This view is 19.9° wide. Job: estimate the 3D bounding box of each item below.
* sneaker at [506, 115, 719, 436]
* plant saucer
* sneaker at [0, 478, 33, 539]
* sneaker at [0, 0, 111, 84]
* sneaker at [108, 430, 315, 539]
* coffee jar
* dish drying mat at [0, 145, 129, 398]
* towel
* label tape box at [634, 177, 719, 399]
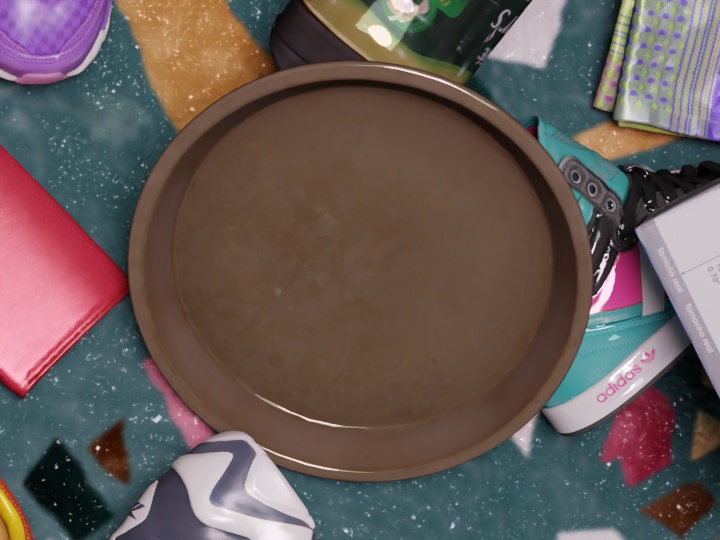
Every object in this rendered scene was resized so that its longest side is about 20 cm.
[{"bbox_3d":[0.127,-0.034,0.940,0.200,0.084,0.121,-43,100,-9],"label":"sneaker"},{"bbox_3d":[0.000,0.000,0.884,0.200,0.029,0.200,2,116,3],"label":"plant saucer"},{"bbox_3d":[-0.205,0.061,0.855,0.200,0.077,0.073,44,77,-2],"label":"sneaker"},{"bbox_3d":[-0.145,-0.184,0.898,0.080,0.088,0.200,1,83,-14],"label":"sneaker"},{"bbox_3d":[-0.049,0.182,0.873,0.130,0.079,0.199,-34,94,-10],"label":"sneaker"},{"bbox_3d":[0.044,-0.146,0.896,0.085,0.104,0.200,38,103,-8],"label":"coffee jar"},{"bbox_3d":[-0.195,-0.038,0.902,0.200,0.018,0.077,45,74,-2],"label":"dish drying mat"},{"bbox_3d":[0.223,-0.119,0.977,0.200,0.023,0.144,11,105,-12],"label":"towel"},{"bbox_3d":[0.234,-0.001,0.843,0.200,0.063,0.144,-27,88,13],"label":"label tape box"}]
